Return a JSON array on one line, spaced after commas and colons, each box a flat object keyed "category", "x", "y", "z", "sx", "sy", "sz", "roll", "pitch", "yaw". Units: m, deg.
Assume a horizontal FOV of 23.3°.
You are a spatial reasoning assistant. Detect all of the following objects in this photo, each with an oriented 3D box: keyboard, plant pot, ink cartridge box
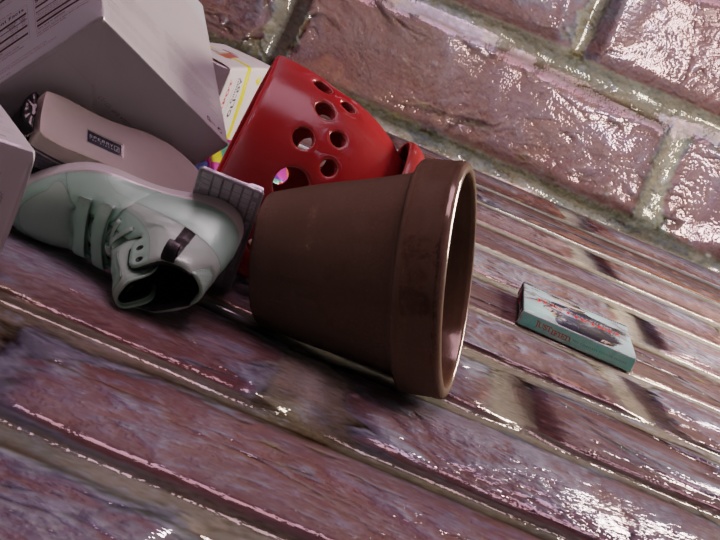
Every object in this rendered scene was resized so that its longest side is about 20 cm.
[{"category": "keyboard", "x": -0.122, "y": -0.034, "z": 1.477, "sx": 0.056, "sy": 0.011, "sz": 0.200, "roll": 17, "pitch": -26, "yaw": -5}, {"category": "plant pot", "x": 0.000, "y": 0.000, "z": 1.468, "sx": 0.172, "sy": 0.203, "sz": 0.200, "roll": 6, "pitch": 8, "yaw": 9}, {"category": "ink cartridge box", "x": -0.187, "y": -0.192, "z": 2.085, "sx": 0.083, "sy": 0.146, "sz": 0.200, "roll": 26, "pitch": 11, "yaw": 10}, {"category": "plant pot", "x": -0.046, "y": -0.074, "z": 1.635, "sx": 0.181, "sy": 0.202, "sz": 0.201, "roll": 26, "pitch": 9, "yaw": -8}]

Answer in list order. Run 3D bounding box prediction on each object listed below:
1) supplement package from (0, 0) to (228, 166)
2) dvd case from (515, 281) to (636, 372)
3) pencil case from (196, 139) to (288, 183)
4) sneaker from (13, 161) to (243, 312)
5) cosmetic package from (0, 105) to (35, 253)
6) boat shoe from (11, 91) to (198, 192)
[{"category": "supplement package", "x": -0.239, "y": -0.198, "z": 1.571, "sx": 0.191, "sy": 0.146, "sz": 0.201, "roll": 46, "pitch": 22, "yaw": -44}, {"category": "dvd case", "x": 0.256, "y": 0.065, "z": 2.086, "sx": 0.145, "sy": 0.022, "sz": 0.200, "roll": 23, "pitch": 9, "yaw": 2}, {"category": "pencil case", "x": -0.124, "y": -0.091, "z": 1.889, "sx": 0.199, "sy": 0.089, "sz": 0.088, "roll": 8, "pitch": 17, "yaw": -48}, {"category": "sneaker", "x": -0.203, "y": -0.024, "z": 1.391, "sx": 0.198, "sy": 0.074, "sz": 0.119, "roll": 8, "pitch": 32, "yaw": 9}, {"category": "cosmetic package", "x": -0.320, "y": -0.085, "z": 1.363, "sx": 0.073, "sy": 0.103, "sz": 0.200, "roll": 18, "pitch": 12, "yaw": -26}, {"category": "boat shoe", "x": -0.226, "y": -0.077, "z": 1.496, "sx": 0.199, "sy": 0.092, "sz": 0.075, "roll": 30, "pitch": 43, "yaw": -30}]
